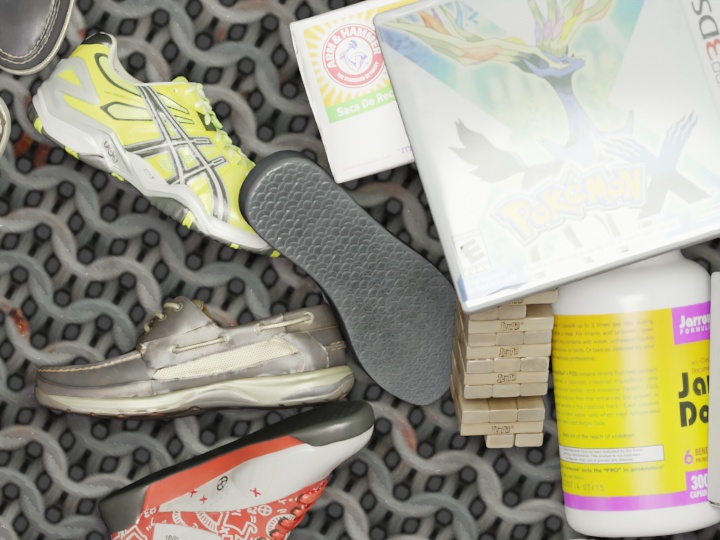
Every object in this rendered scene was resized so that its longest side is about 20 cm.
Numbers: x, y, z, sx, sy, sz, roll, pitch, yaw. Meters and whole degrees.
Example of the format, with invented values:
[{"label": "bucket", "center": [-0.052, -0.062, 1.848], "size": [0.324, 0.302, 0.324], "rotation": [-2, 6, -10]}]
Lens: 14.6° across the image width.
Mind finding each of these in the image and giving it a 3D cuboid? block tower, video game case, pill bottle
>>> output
[{"label": "block tower", "center": [0.088, 0.015, 1.699], "size": [0.054, 0.058, 0.200], "rotation": [-2, 125, -7]}, {"label": "video game case", "center": [0.127, -0.090, 1.613], "size": [0.200, 0.022, 0.183], "rotation": [-18, 81, 2]}, {"label": "pill bottle", "center": [0.169, 0.057, 1.724], "size": [0.104, 0.104, 0.200], "rotation": [-5, 94, 4]}]

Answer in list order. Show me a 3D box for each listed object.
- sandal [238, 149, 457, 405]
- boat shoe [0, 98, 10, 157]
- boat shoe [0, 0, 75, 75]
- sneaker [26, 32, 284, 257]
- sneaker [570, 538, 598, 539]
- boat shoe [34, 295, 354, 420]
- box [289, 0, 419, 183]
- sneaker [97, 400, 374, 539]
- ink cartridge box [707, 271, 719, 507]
[{"label": "sandal", "center": [0.000, -0.001, 1.740], "size": [0.076, 0.043, 0.200], "rotation": [-39, 116, -3]}, {"label": "boat shoe", "center": [-0.277, -0.022, 1.772], "size": [0.072, 0.060, 0.200], "rotation": [23, 95, 1]}, {"label": "boat shoe", "center": [-0.213, -0.222, 1.751], "size": [0.073, 0.063, 0.200], "rotation": [5, 94, 4]}, {"label": "sneaker", "center": [-0.108, -0.075, 1.750], "size": [0.200, 0.075, 0.076], "rotation": [31, 96, 0]}, {"label": "sneaker", "center": [0.110, 0.205, 1.765], "size": [0.200, 0.075, 0.087], "rotation": [13, 83, -4]}, {"label": "boat shoe", "center": [-0.105, 0.054, 1.767], "size": [0.200, 0.074, 0.073], "rotation": [-4, 84, -4]}, {"label": "box", "center": [0.067, -0.130, 1.715], "size": [0.200, 0.112, 0.102], "rotation": [-16, 93, 6]}, {"label": "sneaker", "center": [-0.060, 0.158, 1.751], "size": [0.201, 0.067, 0.108], "rotation": [-23, 94, 24]}, {"label": "ink cartridge box", "center": [0.310, 0.069, 1.685], "size": [0.200, 0.083, 0.145], "rotation": [-2, 95, -24]}]
